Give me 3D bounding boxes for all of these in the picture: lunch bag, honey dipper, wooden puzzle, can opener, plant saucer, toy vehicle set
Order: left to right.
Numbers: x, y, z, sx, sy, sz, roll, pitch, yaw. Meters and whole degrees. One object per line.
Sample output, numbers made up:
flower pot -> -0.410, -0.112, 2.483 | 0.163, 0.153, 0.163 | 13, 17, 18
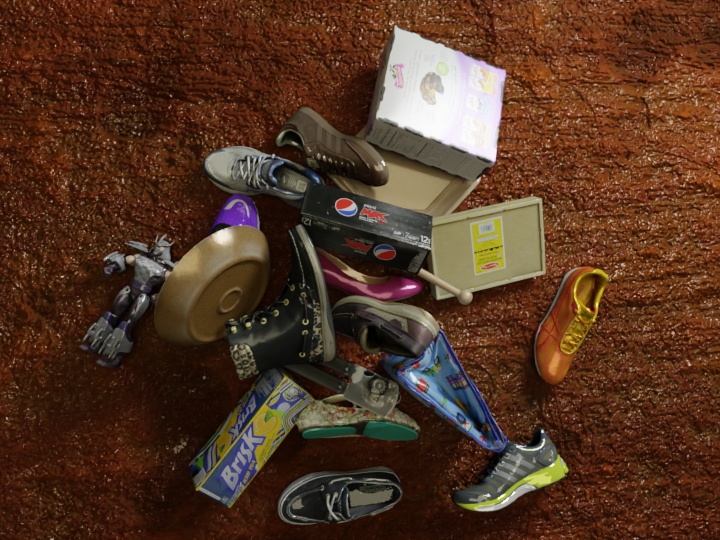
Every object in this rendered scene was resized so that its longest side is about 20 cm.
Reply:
plant saucer -> -0.192, 0.033, 0.758 | 0.035, 0.201, 0.201 | 37, 83, 22
can opener -> -0.030, 0.164, 0.838 | 0.196, 0.067, 0.054 | 22, 81, 15
wooden puzzle -> 0.069, -0.155, 0.880 | 0.200, 0.037, 0.185 | 45, 84, 1
honey dipper -> 0.086, -0.004, 0.840 | 0.197, 0.038, 0.039 | 28, 85, 15
lunch bag -> 0.133, 0.189, 0.812 | 0.094, 0.151, 0.201 | -41, 92, -7
toy vehicle set -> 0.201, -0.037, 0.868 | 0.194, 0.027, 0.128 | -12, 107, -10

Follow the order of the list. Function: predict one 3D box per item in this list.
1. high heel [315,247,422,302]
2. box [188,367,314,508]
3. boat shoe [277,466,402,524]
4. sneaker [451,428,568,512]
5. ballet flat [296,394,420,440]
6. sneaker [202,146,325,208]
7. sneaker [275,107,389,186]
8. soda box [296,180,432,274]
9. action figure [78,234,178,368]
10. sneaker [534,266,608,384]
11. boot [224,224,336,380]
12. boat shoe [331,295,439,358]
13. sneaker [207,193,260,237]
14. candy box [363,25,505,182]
high heel -> 0.000, 0.000, 0.843 | 0.194, 0.067, 0.099 | -4, 99, -3
box -> -0.163, 0.242, 0.808 | 0.070, 0.064, 0.201 | 42, 84, -31
boat shoe -> -0.031, 0.351, 0.828 | 0.194, 0.068, 0.074 | -6, 88, -7
sneaker -> 0.231, 0.320, 0.867 | 0.195, 0.074, 0.083 | -20, 81, -13
ballet flat -> -0.002, 0.224, 0.840 | 0.194, 0.076, 0.065 | 6, 53, -12
sneaker -> -0.145, -0.151, 0.826 | 0.194, 0.085, 0.079 | 11, 86, -6
sneaker -> -0.046, -0.171, 0.822 | 0.198, 0.071, 0.075 | 37, 69, 25
soda box -> 0.006, -0.062, 0.798 | 0.195, 0.064, 0.072 | 16, 50, -7
action figure -> -0.333, 0.038, 0.800 | 0.128, 0.069, 0.204 | 23, 81, 19
sneaker -> 0.339, 0.087, 0.879 | 0.071, 0.077, 0.205 | 20, 87, -7
boot -> -0.120, 0.052, 0.759 | 0.150, 0.074, 0.209 | -14, 110, -10
boat shoe -> 0.019, 0.085, 0.767 | 0.065, 0.197, 0.073 | -53, 128, -31
sneaker -> -0.208, -0.020, 0.803 | 0.068, 0.100, 0.205 | 21, 87, -1
candy box -> 0.117, -0.256, 0.840 | 0.195, 0.072, 0.172 | 17, 71, -12
